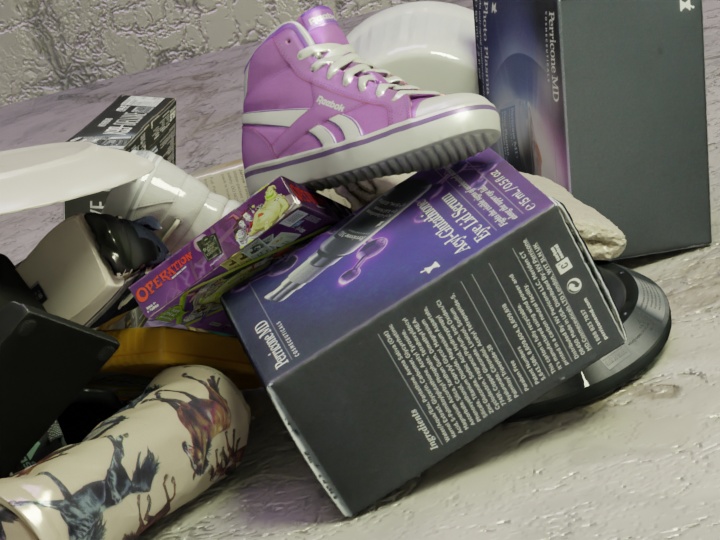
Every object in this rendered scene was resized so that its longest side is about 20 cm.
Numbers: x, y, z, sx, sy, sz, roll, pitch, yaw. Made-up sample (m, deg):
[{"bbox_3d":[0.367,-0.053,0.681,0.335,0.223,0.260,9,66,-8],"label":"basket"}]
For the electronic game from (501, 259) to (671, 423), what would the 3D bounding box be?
[{"bbox_3d":[0.106,0.044,1.144,0.198,0.042,0.200,-13,23,6],"label":"electronic game"}]

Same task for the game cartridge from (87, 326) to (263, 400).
[{"bbox_3d":[-0.163,0.068,1.211,0.199,0.033,0.176,-5,-10,32],"label":"game cartridge"}]

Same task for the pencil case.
[{"bbox_3d":[-0.155,0.129,1.039,0.089,0.078,0.200,-18,10,41],"label":"pencil case"}]

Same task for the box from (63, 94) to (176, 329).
[{"bbox_3d":[-0.185,-0.041,1.351,0.049,0.159,0.200,3,17,4],"label":"box"}]

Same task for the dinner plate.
[{"bbox_3d":[-0.223,-0.053,1.041,0.198,0.024,0.200,-11,12,2],"label":"dinner plate"}]

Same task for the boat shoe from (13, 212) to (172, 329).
[{"bbox_3d":[-0.201,0.032,1.101,0.199,0.075,0.093,-32,-11,25],"label":"boat shoe"}]

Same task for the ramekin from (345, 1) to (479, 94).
[{"bbox_3d":[0.058,-0.124,1.512,0.199,0.202,0.098,-12,24,12],"label":"ramekin"}]

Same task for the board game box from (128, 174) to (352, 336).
[{"bbox_3d":[-0.059,-0.003,1.123,0.120,0.032,0.200,-40,-15,9],"label":"board game box"}]

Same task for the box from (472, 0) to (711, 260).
[{"bbox_3d":[0.176,-0.126,1.350,0.122,0.202,0.198,-9,13,-14],"label":"box"}]

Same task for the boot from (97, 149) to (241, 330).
[{"bbox_3d":[-0.141,0.006,1.185,0.200,0.095,0.074,-59,6,51],"label":"boot"}]

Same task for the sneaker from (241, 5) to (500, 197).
[{"bbox_3d":[-0.004,-0.113,1.065,0.199,0.115,0.072,-7,-4,40],"label":"sneaker"}]

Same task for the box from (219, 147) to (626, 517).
[{"bbox_3d":[0.033,0.029,1.037,0.199,0.105,0.148,-32,25,-4],"label":"box"}]

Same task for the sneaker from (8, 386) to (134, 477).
[{"bbox_3d":[-0.234,0.118,1.107,0.199,0.078,0.140,-28,6,-35],"label":"sneaker"}]

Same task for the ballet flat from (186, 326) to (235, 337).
[{"bbox_3d":[-0.094,0.020,1.409,0.070,0.071,0.200,-5,19,33],"label":"ballet flat"}]

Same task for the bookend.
[{"bbox_3d":[-0.283,0.044,1.039,0.199,0.200,0.092,-49,-30,9],"label":"bookend"}]

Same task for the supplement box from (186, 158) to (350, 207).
[{"bbox_3d":[-0.056,-0.058,1.333,0.198,0.074,0.126,-15,6,8],"label":"supplement box"}]

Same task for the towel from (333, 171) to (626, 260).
[{"bbox_3d":[0.072,-0.046,1.184,0.198,0.035,0.133,8,17,-22],"label":"towel"}]
